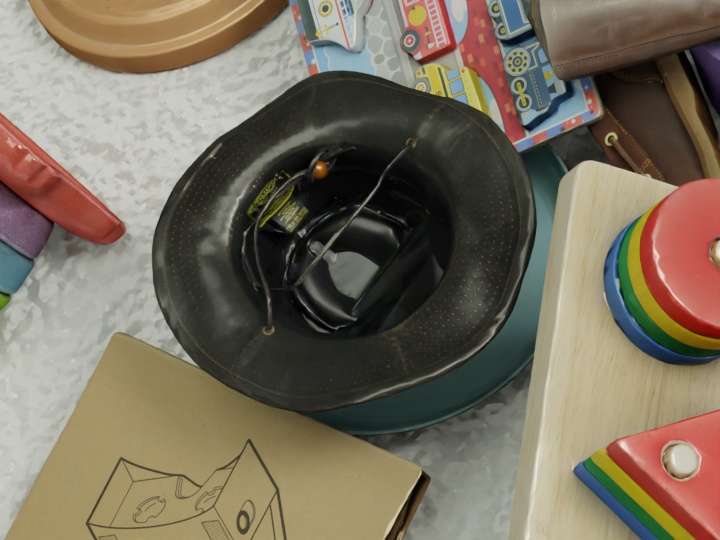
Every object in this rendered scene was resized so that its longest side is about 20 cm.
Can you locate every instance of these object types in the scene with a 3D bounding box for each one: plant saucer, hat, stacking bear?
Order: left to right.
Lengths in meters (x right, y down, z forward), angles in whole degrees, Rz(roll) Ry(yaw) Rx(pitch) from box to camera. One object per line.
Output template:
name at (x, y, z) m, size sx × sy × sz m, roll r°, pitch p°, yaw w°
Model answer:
stacking bear at (-0.248, 0.004, 1.231) m, size 0.200 × 0.121 × 0.114 m, roll -49°, pitch 57°, yaw -1°
plant saucer at (-0.114, -0.210, 1.344) m, size 0.200 × 0.032 × 0.200 m, roll -10°, pitch 59°, yaw 17°
hat at (0.000, 0.000, 1.112) m, size 0.200 × 0.081 × 0.201 m, roll -10°, pitch 57°, yaw 16°
plant saucer at (0.022, 0.000, 1.169) m, size 0.200 × 0.027 × 0.200 m, roll -10°, pitch 58°, yaw 16°

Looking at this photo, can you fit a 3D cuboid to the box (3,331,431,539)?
box at (-0.083, 0.136, 1.120) m, size 0.200 × 0.021 × 0.164 m, roll 23°, pitch 81°, yaw 31°

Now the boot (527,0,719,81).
boot at (0.171, -0.188, 1.097) m, size 0.200 × 0.064 × 0.187 m, roll -10°, pitch 58°, yaw 19°

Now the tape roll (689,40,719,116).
tape roll at (0.258, -0.150, 1.125) m, size 0.200 × 0.085 × 0.200 m, roll -10°, pitch 59°, yaw 17°

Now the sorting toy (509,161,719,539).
sorting toy at (0.178, 0.062, 0.962) m, size 0.199 × 0.070 × 0.200 m, roll 16°, pitch 66°, yaw -14°

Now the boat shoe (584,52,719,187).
boat shoe at (0.155, -0.036, 1.113) m, size 0.070 × 0.070 × 0.200 m, roll -26°, pitch 48°, yaw 11°

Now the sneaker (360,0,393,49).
sneaker at (0.067, -0.158, 1.221) m, size 0.200 × 0.081 × 0.147 m, roll 18°, pitch 81°, yaw 23°

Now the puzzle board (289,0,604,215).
puzzle board at (0.032, -0.141, 1.170) m, size 0.151 × 0.017 × 0.200 m, roll -24°, pitch 69°, yaw 24°
